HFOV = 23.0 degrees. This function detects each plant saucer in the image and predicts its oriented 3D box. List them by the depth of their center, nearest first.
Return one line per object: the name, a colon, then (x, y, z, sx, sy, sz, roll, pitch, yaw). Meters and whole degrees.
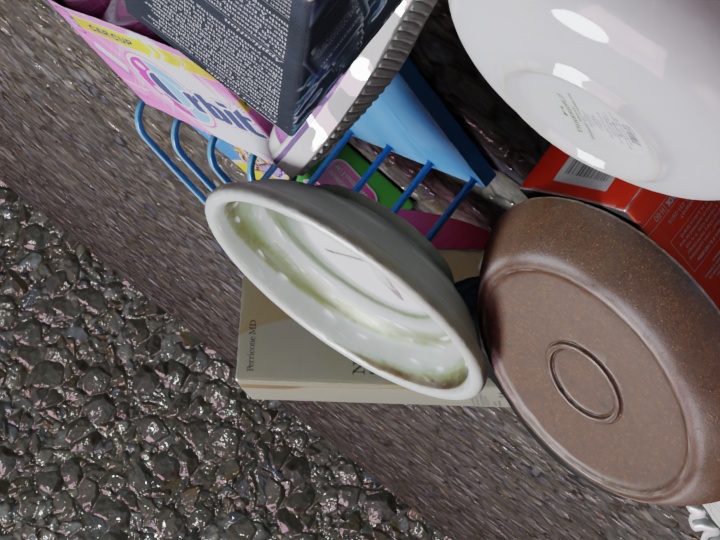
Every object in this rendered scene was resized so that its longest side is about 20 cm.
plant saucer: (0.132, 0.054, 0.971, 0.200, 0.034, 0.201, 36, 147, 28)
plant saucer: (0.000, 0.000, 1.060, 0.199, 0.050, 0.200, 32, 161, 12)

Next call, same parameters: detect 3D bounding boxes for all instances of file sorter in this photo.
file sorter: (-0.038, -0.087, 1.205, 0.200, 0.123, 0.139, 25, 163, 47)

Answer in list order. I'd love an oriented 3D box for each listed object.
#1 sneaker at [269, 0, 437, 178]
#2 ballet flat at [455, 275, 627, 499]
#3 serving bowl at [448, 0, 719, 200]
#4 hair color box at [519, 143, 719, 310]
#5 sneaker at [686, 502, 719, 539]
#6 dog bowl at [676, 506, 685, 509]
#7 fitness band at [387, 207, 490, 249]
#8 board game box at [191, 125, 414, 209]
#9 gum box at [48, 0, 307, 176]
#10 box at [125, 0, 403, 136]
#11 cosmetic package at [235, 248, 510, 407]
sneaker: (-0.027, -0.144, 0.967, 0.114, 0.073, 0.201, 39, 136, 5)
ballet flat: (0.118, 0.069, 1.142, 0.200, 0.057, 0.067, 49, 165, 35)
serving bowl: (0.117, -0.092, 0.812, 0.199, 0.066, 0.200, 32, 168, 8)
hair color box: (0.190, 0.001, 0.994, 0.200, 0.061, 0.101, 44, 167, -28)
sneaker: (0.255, 0.138, 1.329, 0.200, 0.075, 0.081, 41, 155, -24)
dog bowl: (0.167, 0.057, 1.134, 0.200, 0.059, 0.200, 49, -171, -11)
fitness band: (0.007, -0.014, 1.336, 0.198, 0.038, 0.144, 5, 166, 10)
board game box: (-0.061, -0.097, 1.440, 0.200, 0.040, 0.153, 40, 168, -9)
gum box: (-0.104, -0.143, 1.113, 0.200, 0.066, 0.114, 26, 165, 47)
box: (-0.023, -0.169, 0.774, 0.107, 0.149, 0.200, 38, 169, 3)
cosmetic package: (0.016, 0.040, 1.257, 0.198, 0.106, 0.071, 0, 165, 7)
